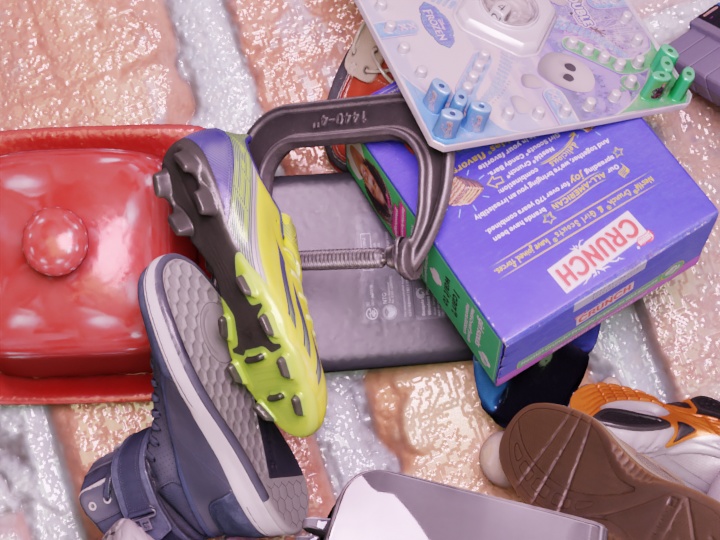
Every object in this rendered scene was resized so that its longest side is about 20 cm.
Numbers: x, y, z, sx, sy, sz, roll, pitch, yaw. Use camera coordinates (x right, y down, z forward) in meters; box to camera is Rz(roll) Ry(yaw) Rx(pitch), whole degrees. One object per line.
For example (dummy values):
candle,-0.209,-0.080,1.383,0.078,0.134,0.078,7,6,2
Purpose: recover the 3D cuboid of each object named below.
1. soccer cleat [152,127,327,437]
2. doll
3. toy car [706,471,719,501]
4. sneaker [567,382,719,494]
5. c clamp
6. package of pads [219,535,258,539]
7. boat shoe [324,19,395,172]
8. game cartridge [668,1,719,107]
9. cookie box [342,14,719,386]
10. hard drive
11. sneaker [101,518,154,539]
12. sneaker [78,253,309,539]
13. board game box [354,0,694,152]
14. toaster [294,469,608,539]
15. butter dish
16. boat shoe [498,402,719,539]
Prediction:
soccer cleat,-0.058,0.003,0.801,0.083,0.064,0.202,-20,84,-44
doll,0.135,0.058,0.911,0.135,0.048,0.202,27,79,-29
toy car,0.268,0.236,0.829,0.199,0.150,0.176,-37,117,-2
sneaker,0.229,0.141,0.912,0.197,0.076,0.093,11,114,-10
c clamp,-0.023,-0.030,0.841,0.198,0.027,0.174,-8,75,32
package of pads,-0.032,0.276,0.883,0.198,0.076,0.122,27,84,2
boat shoe,0.029,-0.162,0.939,0.071,0.063,0.202,28,85,1
game cartridge,0.327,-0.184,0.918,0.199,0.130,0.039,-34,129,-4
cookie box,0.108,-0.055,0.860,0.170,0.075,0.201,-29,65,-10
hard drive,0.000,0.000,0.920,0.197,0.033,0.142,-4,84,-11
sneaker,-0.150,0.227,0.837,0.099,0.200,0.079,33,63,-11
sneaker,-0.135,0.096,0.838,0.144,0.077,0.205,-13,109,26
board game box,0.099,-0.176,0.853,0.197,0.026,0.202,-12,58,-22
toaster,0.052,0.207,0.773,0.197,0.181,0.120,14,70,-1
butter dish,-0.195,-0.011,0.878,0.197,0.148,0.203,-1,84,-1
boat shoe,0.168,0.148,0.812,0.199,0.065,0.073,26,82,47
